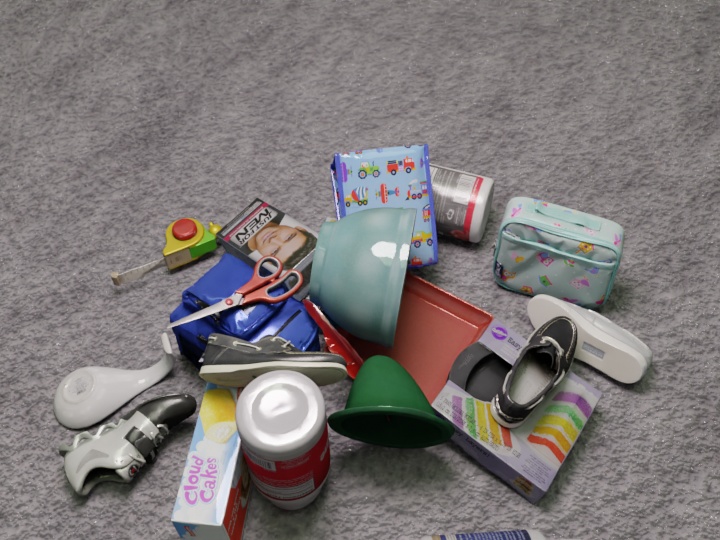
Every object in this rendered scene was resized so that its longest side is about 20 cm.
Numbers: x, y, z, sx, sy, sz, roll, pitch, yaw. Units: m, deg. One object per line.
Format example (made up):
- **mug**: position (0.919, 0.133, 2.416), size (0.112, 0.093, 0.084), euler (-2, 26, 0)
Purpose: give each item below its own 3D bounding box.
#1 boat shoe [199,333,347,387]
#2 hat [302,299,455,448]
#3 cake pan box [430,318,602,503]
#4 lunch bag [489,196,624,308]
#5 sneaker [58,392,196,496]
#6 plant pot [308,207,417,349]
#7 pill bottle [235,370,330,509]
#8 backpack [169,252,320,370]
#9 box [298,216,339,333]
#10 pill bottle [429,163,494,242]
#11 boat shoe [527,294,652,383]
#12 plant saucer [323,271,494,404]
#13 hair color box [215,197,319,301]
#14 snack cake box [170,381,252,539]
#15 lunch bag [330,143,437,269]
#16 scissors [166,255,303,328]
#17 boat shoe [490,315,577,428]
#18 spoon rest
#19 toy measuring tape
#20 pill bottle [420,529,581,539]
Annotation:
- **boat shoe**: position (-0.111, 0.112, 1.042), size (0.197, 0.072, 0.069), euler (0, 59, 15)
- **hat**: position (0.037, 0.130, 1.098), size (0.198, 0.165, 0.179), euler (25, 57, -33)
- **cake pan box**: position (0.213, 0.189, 1.134), size (0.199, 0.053, 0.184), euler (36, 57, 14)
- **lunch bag**: position (0.302, -0.028, 1.256), size (0.197, 0.162, 0.078), euler (15, 52, 12)
- **sneaker**: position (-0.309, 0.244, 1.111), size (0.198, 0.075, 0.089), euler (-27, 54, -7)
- **plant pot**: position (0.000, 0.000, 1.156), size (0.132, 0.202, 0.202), euler (10, 51, 4)
- **pill bottle**: position (-0.094, 0.226, 1.034), size (0.110, 0.201, 0.114), euler (0, 51, 1)
- **backpack**: position (-0.161, 0.090, 1.171), size (0.199, 0.169, 0.163), euler (34, 64, 18)
- **box**: position (-0.043, 0.007, 1.307), size (0.081, 0.050, 0.202), euler (11, 52, 10)
- **pill bottle**: position (0.121, -0.124, 1.370), size (0.197, 0.112, 0.112), euler (16, 53, 14)
- **boat shoe**: position (0.349, 0.092, 1.222), size (0.198, 0.073, 0.068), euler (27, 35, 29)
- **plant saucer**: position (0.075, 0.105, 1.230), size (0.198, 0.037, 0.200), euler (26, 56, 18)
- **hair color box**: position (-0.136, -0.036, 1.297), size (0.099, 0.061, 0.199), euler (-43, 46, -18)
- **snack cake box**: position (-0.182, 0.261, 1.064), size (0.066, 0.116, 0.202), euler (4, 50, 5)
- **lunch bag**: position (0.040, -0.084, 1.268), size (0.148, 0.094, 0.204), euler (-6, 86, -7)
- **scissors**: position (-0.163, 0.043, 1.088), size (0.073, 0.014, 0.199), euler (43, 55, 14)
- **boat shoe**: position (0.248, 0.128, 1.112), size (0.074, 0.061, 0.200), euler (39, 59, 15)
- **spoon rest**: position (-0.361, 0.165, 1.193), size (0.198, 0.061, 0.100), euler (-26, 52, -2)
- **toy measuring tape**: position (-0.324, -0.038, 1.340), size (0.198, 0.074, 0.074), euler (-23, 54, -17)
- **pill bottle**: position (0.172, 0.372, 0.967), size (0.196, 0.112, 0.112), euler (-3, 51, -1)
